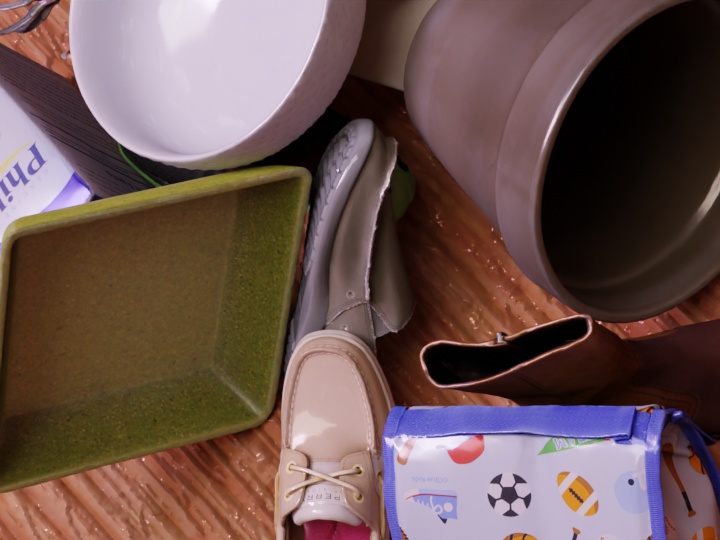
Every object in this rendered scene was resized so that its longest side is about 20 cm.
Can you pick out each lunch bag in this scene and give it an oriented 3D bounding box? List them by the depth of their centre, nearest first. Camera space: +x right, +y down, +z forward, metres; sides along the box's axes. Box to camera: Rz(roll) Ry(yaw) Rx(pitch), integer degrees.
[{"bbox_3d":[0.115,0.151,1.552,0.170,0.200,0.124,-2,39,26],"label":"lunch bag"}]

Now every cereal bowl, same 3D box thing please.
[{"bbox_3d":[-0.074,-0.153,1.681,0.200,0.083,0.201,-8,77,35],"label":"cereal bowl"}]

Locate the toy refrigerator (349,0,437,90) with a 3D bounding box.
[{"bbox_3d":[-0.015,-0.171,1.753,0.200,0.070,0.076,19,107,29],"label":"toy refrigerator"}]

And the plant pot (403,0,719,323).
[{"bbox_3d":[0.121,-0.093,1.629,0.173,0.200,0.200,31,93,45],"label":"plant pot"}]

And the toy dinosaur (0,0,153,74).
[{"bbox_3d":[-0.172,-0.194,1.800,0.181,0.105,0.200,35,111,48],"label":"toy dinosaur"}]

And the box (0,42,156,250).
[{"bbox_3d":[-0.210,-0.051,1.770,0.105,0.184,0.200,-48,62,8],"label":"box"}]

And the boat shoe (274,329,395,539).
[{"bbox_3d":[-0.015,0.137,1.661,0.074,0.069,0.200,-2,99,10],"label":"boat shoe"}]

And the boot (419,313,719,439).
[{"bbox_3d":[0.155,0.043,1.557,0.188,0.200,0.069,-9,72,24],"label":"boot"}]

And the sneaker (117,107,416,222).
[{"bbox_3d":[-0.060,-0.082,1.751,0.200,0.084,0.077,10,55,23],"label":"sneaker"}]

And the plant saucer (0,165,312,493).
[{"bbox_3d":[-0.137,0.024,1.676,0.048,0.200,0.200,50,142,40],"label":"plant saucer"}]

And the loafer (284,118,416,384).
[{"bbox_3d":[0.000,0.000,1.690,0.070,0.075,0.200,8,122,-6],"label":"loafer"}]
